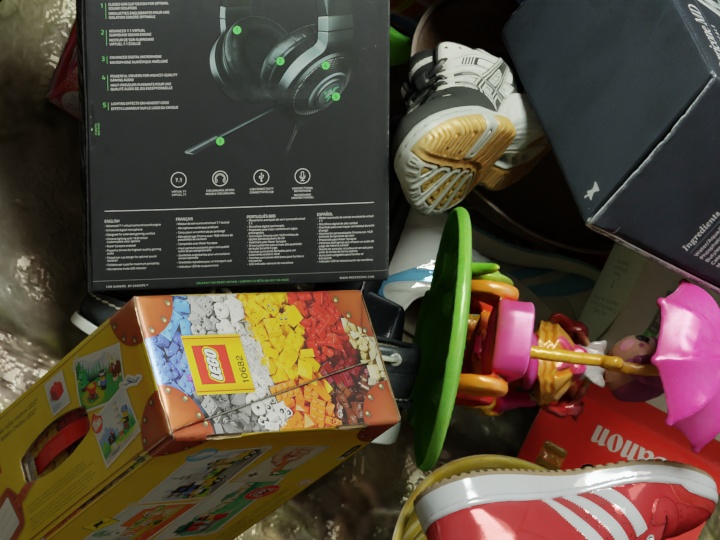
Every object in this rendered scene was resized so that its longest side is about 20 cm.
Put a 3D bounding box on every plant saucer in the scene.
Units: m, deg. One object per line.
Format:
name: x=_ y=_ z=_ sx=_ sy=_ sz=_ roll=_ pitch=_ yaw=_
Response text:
plant saucer: x=0.107 y=-0.089 z=1.683 sx=0.200 sy=0.037 sz=0.201 roll=21 pitch=48 yaw=-25

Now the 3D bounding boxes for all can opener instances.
can opener: x=0.000 y=0.000 z=1.593 sx=0.078 sy=0.063 sz=0.201 roll=15 pitch=65 yaw=7

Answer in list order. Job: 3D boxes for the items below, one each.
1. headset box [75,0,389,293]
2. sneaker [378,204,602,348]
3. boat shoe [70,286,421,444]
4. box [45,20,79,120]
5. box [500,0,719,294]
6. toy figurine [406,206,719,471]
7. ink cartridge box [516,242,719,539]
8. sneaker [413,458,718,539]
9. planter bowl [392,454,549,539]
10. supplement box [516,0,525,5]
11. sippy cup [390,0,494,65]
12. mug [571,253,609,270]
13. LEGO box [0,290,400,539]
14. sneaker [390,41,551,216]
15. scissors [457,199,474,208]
headset box: x=-0.074 y=-0.098 z=1.486 sx=0.173 sy=0.093 sz=0.201 roll=-3 pitch=106 yaw=-8
sneaker: x=0.092 y=0.028 z=1.666 sx=0.199 sy=0.077 sz=0.081 roll=18 pitch=64 yaw=-14
boat shoe: x=-0.064 y=0.039 z=1.502 sx=0.199 sy=0.061 sz=0.076 roll=18 pitch=8 yaw=-7
box: x=-0.105 y=-0.171 z=1.620 sx=0.099 sy=0.095 sz=0.201 roll=32 pitch=48 yaw=-18
box: x=0.211 y=-0.090 z=1.554 sx=0.196 sy=0.124 sz=0.200 roll=23 pitch=29 yaw=-30
toy figurine: x=0.129 y=0.056 z=1.526 sx=0.183 sy=0.200 sz=0.151 roll=8 pitch=79 yaw=-5
ink cartridge box: x=0.202 y=0.073 z=1.654 sx=0.160 sy=0.050 sz=0.201 roll=27 pitch=86 yaw=-29
sneaker: x=0.130 y=0.170 z=1.489 sx=0.199 sy=0.071 sz=0.113 roll=-1 pitch=60 yaw=-30
planter bowl: x=0.077 y=0.215 z=1.529 sx=0.200 sy=0.083 sz=0.201 roll=20 pitch=52 yaw=-28
supplement box: x=0.162 y=-0.238 z=1.689 sx=0.200 sy=0.134 sz=0.200 roll=41 pitch=23 yaw=-35
sippy cup: x=0.031 y=-0.222 z=1.746 sx=0.130 sy=0.139 sz=0.178 roll=35 pitch=84 yaw=-30
mug: x=0.201 y=-0.041 z=1.784 sx=0.134 sy=0.176 sz=0.201 roll=61 pitch=23 yaw=-62
LEGO box: x=-0.099 y=0.088 z=1.388 sx=0.148 sy=0.200 sz=0.078 roll=-1 pitch=64 yaw=-39
sneaker: x=0.049 y=-0.089 z=1.544 sx=0.088 sy=0.076 sz=0.200 roll=48 pitch=18 yaw=11
scissors: x=-0.004 y=-0.053 z=1.686 sx=0.199 sy=0.014 sz=0.073 roll=25 pitch=48 yaw=-25
